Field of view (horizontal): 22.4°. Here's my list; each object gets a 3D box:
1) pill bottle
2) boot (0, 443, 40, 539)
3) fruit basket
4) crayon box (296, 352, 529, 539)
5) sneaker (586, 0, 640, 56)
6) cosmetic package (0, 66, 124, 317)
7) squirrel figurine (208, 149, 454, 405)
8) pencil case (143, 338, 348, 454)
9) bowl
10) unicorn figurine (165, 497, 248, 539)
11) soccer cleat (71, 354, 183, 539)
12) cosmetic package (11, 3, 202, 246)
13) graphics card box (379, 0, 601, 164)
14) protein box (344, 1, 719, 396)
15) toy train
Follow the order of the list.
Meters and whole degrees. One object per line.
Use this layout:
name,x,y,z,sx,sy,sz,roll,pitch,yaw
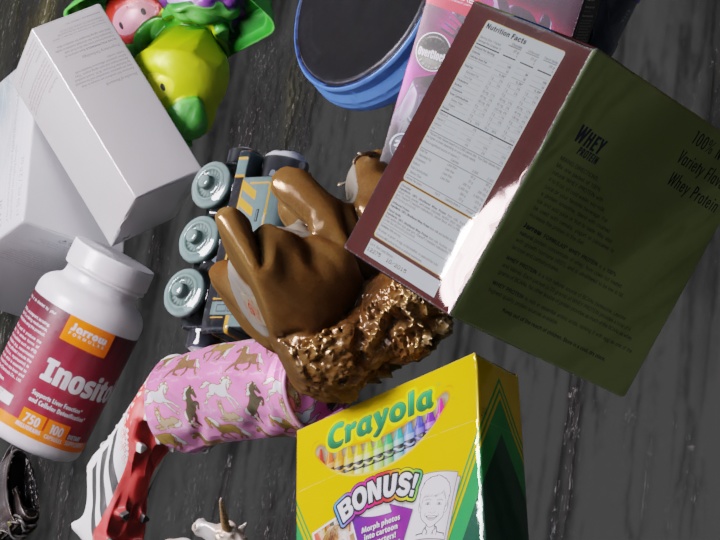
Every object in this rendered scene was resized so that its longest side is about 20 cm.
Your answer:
pill bottle,-0.281,0.074,1.757,0.113,0.113,0.201,30,95,50
boot,-0.380,0.286,1.794,0.174,0.069,0.201,-39,44,29
fruit basket,-0.188,-0.232,1.796,0.215,0.155,0.216,-34,32,25
crayon box,0.035,0.180,1.397,0.200,0.058,0.173,-26,53,37
sneaker,0.114,-0.219,1.444,0.200,0.081,0.147,36,97,15
cosmetic package,-0.342,-0.087,1.885,0.200,0.123,0.200,-30,51,45
squirrel figurine,0.000,0.000,1.455,0.186,0.142,0.200,-29,68,-17
pencil case,-0.099,0.107,1.563,0.199,0.086,0.083,-13,48,45
bowl,0.015,-0.244,1.647,0.200,0.039,0.202,-24,55,39
unicorn figurine,-0.157,0.277,1.562,0.137,0.074,0.201,11,94,40
soccer cleat,-0.211,0.167,1.671,0.085,0.068,0.201,20,91,46
cosmetic package,-0.248,-0.140,1.757,0.200,0.085,0.108,57,148,9
graphics card box,0.102,-0.158,1.390,0.125,0.051,0.201,22,106,19
protein box,0.136,-0.050,1.291,0.135,0.198,0.201,33,96,49
toy train,-0.103,-0.018,1.638,0.114,0.085,0.201,0,69,35
